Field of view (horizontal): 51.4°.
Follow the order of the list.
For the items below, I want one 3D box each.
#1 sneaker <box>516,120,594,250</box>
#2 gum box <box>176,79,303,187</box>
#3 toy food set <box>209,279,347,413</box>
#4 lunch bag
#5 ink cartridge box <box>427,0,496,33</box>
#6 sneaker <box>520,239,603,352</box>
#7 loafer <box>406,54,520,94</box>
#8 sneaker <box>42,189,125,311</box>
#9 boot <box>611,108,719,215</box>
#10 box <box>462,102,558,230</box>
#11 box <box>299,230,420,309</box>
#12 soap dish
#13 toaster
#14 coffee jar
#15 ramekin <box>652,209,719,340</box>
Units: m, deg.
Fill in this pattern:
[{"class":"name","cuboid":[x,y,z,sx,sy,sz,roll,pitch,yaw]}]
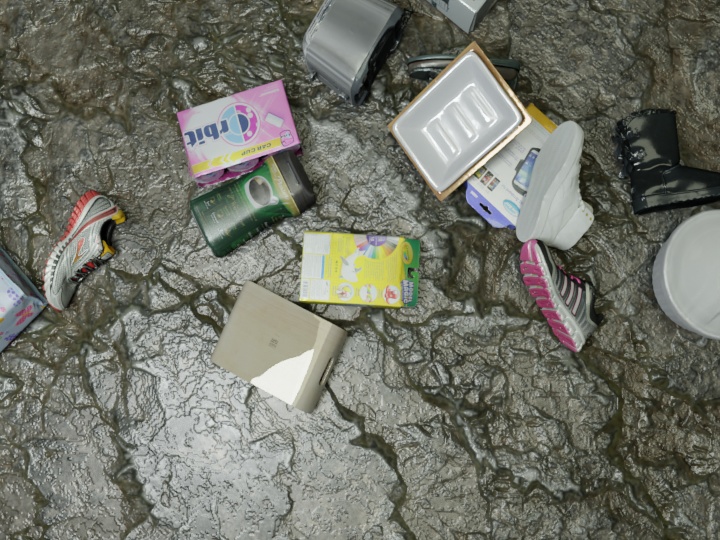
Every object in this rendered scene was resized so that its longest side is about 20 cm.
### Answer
[{"class":"sneaker","cuboid":[0.338,-0.133,1.221,0.113,0.074,0.204,11,108,-26]},{"class":"gum box","cuboid":[-0.206,-0.228,1.259,0.195,0.066,0.116,-18,82,-2]},{"class":"toy food set","cuboid":[-0.136,0.122,1.228,0.196,0.060,0.146,25,85,11]},{"class":"lunch bag","cuboid":[-0.640,0.035,1.201,0.169,0.127,0.200,-44,78,-7]},{"class":"ink cartridge box","cuboid":[0.161,-0.537,1.290,0.199,0.083,0.148,39,85,4]},{"class":"sneaker","cuboid":[0.331,0.028,1.217,0.086,0.074,0.203,-33,101,-13]},{"class":"loafer","cuboid":[0.175,-0.327,1.273,0.194,0.072,0.065,1,89,-2]},{"class":"sneaker","cuboid":[-0.455,-0.028,1.231,0.080,0.078,0.204,23,84,2]},{"class":"boot","cuboid":[0.525,-0.188,1.255,0.193,0.073,0.167,-8,80,0]},{"class":"box","cuboid":[0.266,-0.167,1.267,0.119,0.041,0.201,42,87,5]},{"class":"box","cuboid":[0.000,0.000,1.242,0.194,0.048,0.121,4,83,3]},{"class":"soap dish","cuboid":[0.162,-0.240,1.221,0.199,0.081,0.159,-40,82,25]},{"class":"toaster","cuboid":[-0.011,-0.391,1.258,0.127,0.114,0.203,30,86,6]},{"class":"coffee jar","cuboid":[-0.175,-0.112,1.236,0.197,0.085,0.106,-28,82,-2]},{"class":"ramekin","cuboid":[0.570,0.012,1.216,0.196,0.094,0.209,0,82,0]}]
